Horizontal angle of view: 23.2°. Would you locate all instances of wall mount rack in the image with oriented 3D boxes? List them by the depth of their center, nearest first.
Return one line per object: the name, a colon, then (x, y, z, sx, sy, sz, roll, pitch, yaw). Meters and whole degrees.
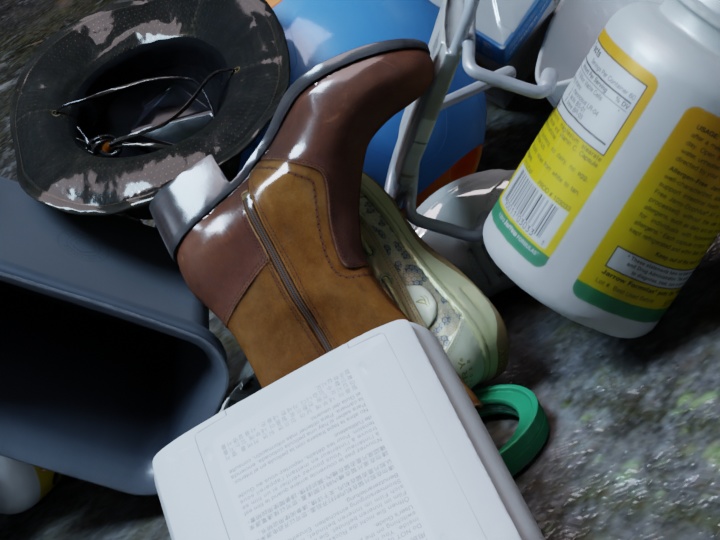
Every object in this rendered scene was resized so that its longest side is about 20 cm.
wall mount rack: (0.072, -0.118, 1.034, 0.075, 0.200, 0.174, 15, 44, -7)

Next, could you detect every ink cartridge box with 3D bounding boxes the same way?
ink cartridge box: (0.078, -0.189, 1.299, 0.068, 0.115, 0.200, -55, -10, -5)

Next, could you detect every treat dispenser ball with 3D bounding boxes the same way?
treat dispenser ball: (-0.015, -0.102, 1.189, 0.201, 0.201, 0.201, -23, 24, 11)

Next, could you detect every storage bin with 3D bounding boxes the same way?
storage bin: (-0.183, 0.034, 1.054, 0.134, 0.200, 0.146, -88, 19, -56)

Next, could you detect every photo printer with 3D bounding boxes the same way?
photo printer: (-0.003, 0.132, 0.830, 0.166, 0.069, 0.200, -30, 41, 2)

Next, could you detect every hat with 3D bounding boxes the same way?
hat: (-0.120, -0.089, 1.088, 0.201, 0.081, 0.201, -12, 46, 13)

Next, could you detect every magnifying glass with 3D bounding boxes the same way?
magnifying glass: (0.010, 0.122, 0.945, 0.200, 0.022, 0.080, -28, 24, -3)

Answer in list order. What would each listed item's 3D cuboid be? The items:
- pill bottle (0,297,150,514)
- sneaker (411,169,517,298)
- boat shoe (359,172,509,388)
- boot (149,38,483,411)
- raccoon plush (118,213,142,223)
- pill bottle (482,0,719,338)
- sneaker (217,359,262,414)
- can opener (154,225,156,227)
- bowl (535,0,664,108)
pill bottle: (-0.223, 0.086, 1.147, 0.114, 0.114, 0.200, 2, 38, 48)
sneaker: (0.109, -0.026, 1.065, 0.200, 0.075, 0.088, -30, 26, -7)
boat shoe: (0.000, 0.000, 1.013, 0.063, 0.073, 0.200, -29, 52, -29)
boot: (0.003, -0.005, 0.946, 0.188, 0.200, 0.068, -34, -19, 1)
raccoon plush: (-0.184, -0.047, 1.372, 0.200, 0.097, 0.134, -29, 18, 33)
pill bottle: (0.161, -0.073, 0.944, 0.200, 0.113, 0.113, -60, 15, 21)
sneaker: (-0.046, 0.086, 1.020, 0.079, 0.074, 0.200, -49, 7, 33)
can opener: (-0.129, -0.061, 1.405, 0.063, 0.079, 0.200, -4, 42, 29)
bowl: (0.231, -0.164, 1.203, 0.200, 0.075, 0.200, -17, 26, 25)
